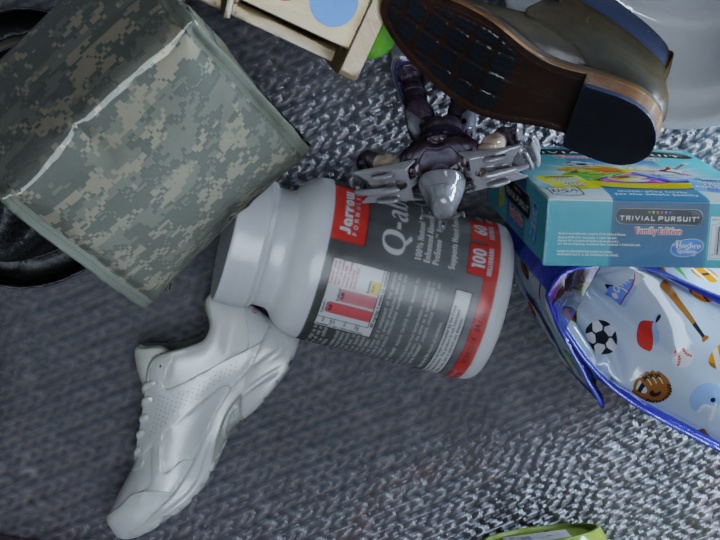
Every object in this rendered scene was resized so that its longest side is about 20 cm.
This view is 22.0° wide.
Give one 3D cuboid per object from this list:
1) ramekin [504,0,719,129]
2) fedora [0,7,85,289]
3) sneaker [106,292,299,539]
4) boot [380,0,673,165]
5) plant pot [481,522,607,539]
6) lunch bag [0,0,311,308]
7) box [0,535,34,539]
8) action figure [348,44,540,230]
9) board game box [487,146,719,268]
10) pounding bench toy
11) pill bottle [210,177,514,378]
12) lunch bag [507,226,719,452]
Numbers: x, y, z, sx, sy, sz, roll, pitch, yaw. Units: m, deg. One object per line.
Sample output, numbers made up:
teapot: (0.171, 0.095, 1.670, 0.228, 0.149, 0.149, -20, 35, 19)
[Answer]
ramekin: (0.206, -0.199, 1.252, 0.200, 0.200, 0.098, 33, 58, -13)
fedora: (-0.235, -0.078, 1.278, 0.198, 0.092, 0.203, -1, 103, -6)
sneaker: (-0.135, 0.100, 1.350, 0.099, 0.078, 0.201, 36, 88, -6)
boot: (0.113, -0.147, 1.212, 0.199, 0.097, 0.075, 29, 134, 4)
plant pot: (0.147, 0.296, 1.379, 0.185, 0.187, 0.202, -8, 90, -5)
lunch bag: (-0.139, -0.081, 1.185, 0.164, 0.118, 0.200, -44, 142, 0)
box: (-0.183, 0.269, 1.364, 0.198, 0.096, 0.101, 10, 101, -9)
action figure: (0.057, -0.093, 1.255, 0.129, 0.201, 0.070, 0, 130, 1)
board game box: (0.180, -0.047, 1.279, 0.149, 0.200, 0.047, 1, 104, -7)
pounding bench toy: (-0.033, -0.207, 1.218, 0.155, 0.200, 0.125, 24, 99, -11)
pill bottle: (0.000, 0.000, 1.313, 0.198, 0.116, 0.117, 14, 101, -10)
lunch bag: (0.200, 0.034, 1.318, 0.199, 0.170, 0.125, 28, 100, -14)
